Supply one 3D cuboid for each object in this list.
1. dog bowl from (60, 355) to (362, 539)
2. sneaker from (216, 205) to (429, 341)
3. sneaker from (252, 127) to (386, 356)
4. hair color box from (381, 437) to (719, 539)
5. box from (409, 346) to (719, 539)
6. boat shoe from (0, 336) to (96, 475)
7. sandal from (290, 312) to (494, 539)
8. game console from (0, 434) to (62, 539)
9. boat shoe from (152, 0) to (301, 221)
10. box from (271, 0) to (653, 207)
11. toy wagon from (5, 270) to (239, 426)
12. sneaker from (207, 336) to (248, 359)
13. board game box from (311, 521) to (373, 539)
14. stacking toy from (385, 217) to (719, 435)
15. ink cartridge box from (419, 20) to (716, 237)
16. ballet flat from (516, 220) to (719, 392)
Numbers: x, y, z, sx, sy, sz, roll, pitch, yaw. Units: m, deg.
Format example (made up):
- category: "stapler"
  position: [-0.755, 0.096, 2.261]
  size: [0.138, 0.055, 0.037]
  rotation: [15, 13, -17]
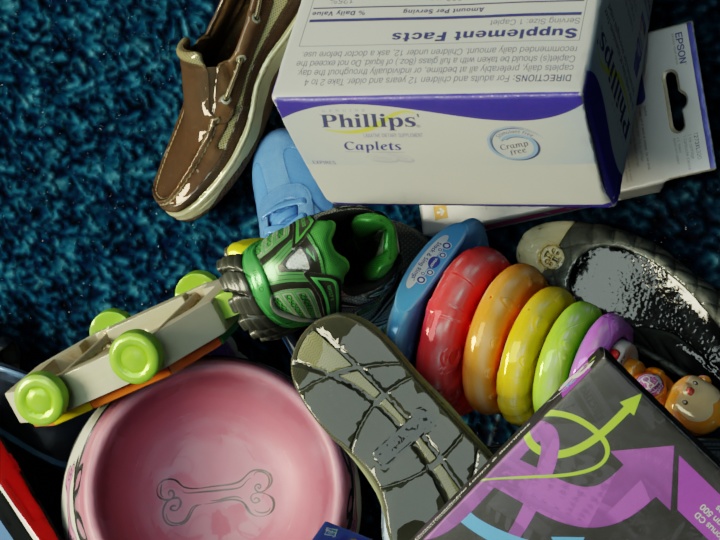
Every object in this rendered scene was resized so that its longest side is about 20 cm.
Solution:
- category: "dog bowl"
  position: [-0.094, 0.145, 1.136]
  size: [0.199, 0.074, 0.201]
  rotation: [2, 75, -6]
- category: "sneaker"
  position: [0.000, 0.000, 1.082]
  size: [0.085, 0.200, 0.078]
  rotation: [-22, 86, 26]
- category: "sneaker"
  position: [-0.035, -0.007, 1.171]
  size: [0.066, 0.078, 0.201]
  rotation: [-25, 74, 26]
- category: "hair color box"
  position: [0.122, 0.134, 1.064]
  size: [0.199, 0.100, 0.061]
  rotation: [-5, 83, 27]
- category: "box"
  position: [0.113, 0.163, 0.964]
  size: [0.143, 0.036, 0.200]
  rotation: [43, 99, 0]
- category: "boat shoe"
  position: [-0.269, 0.080, 1.297]
  size: [0.200, 0.084, 0.069]
  rotation: [30, 77, 7]
- category: "sandal"
  position: [0.036, 0.110, 1.021]
  size: [0.080, 0.057, 0.201]
  rotation: [-34, 78, 7]
- category: "game console"
  position: [-0.251, 0.173, 1.227]
  size: [0.031, 0.200, 0.177]
  rotation: [-26, 68, -22]
- category: "boat shoe"
  position: [-0.098, -0.134, 1.205]
  size: [0.075, 0.075, 0.203]
  rotation: [36, 99, 54]
- category: "box"
  position: [0.069, -0.145, 1.049]
  size: [0.183, 0.105, 0.200]
  rotation: [1, 55, 21]
- category: "toy wagon"
  position: [-0.130, 0.041, 1.127]
  size: [0.200, 0.155, 0.040]
  rotation: [-23, 99, 16]
- category: "sneaker"
  position: [-0.124, 0.133, 1.204]
  size: [0.080, 0.083, 0.201]
  rotation: [7, 88, 28]
- category: "board game box"
  position: [0.052, 0.248, 1.066]
  size: [0.199, 0.045, 0.135]
  rotation: [20, 126, 15]
- category: "stacking toy"
  position: [0.121, 0.056, 1.045]
  size: [0.200, 0.110, 0.116]
  rotation: [18, 52, 28]
- category: "ink cartridge box"
  position: [0.126, -0.086, 1.115]
  size: [0.199, 0.037, 0.095]
  rotation: [-13, 79, 29]
- category: "ballet flat"
  position: [0.178, 0.022, 1.066]
  size: [0.200, 0.057, 0.067]
  rotation: [30, 99, 26]
